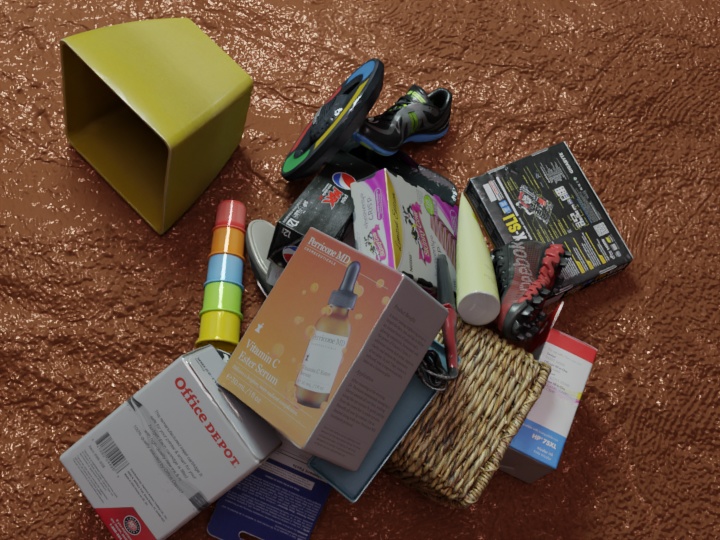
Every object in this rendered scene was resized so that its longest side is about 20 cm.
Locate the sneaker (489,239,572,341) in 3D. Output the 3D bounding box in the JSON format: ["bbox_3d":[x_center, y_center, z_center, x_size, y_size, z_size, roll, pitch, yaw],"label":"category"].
[{"bbox_3d":[0.194,0.018,1.093,0.097,0.071,0.201,20,35,16],"label":"sneaker"}]

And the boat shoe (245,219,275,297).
[{"bbox_3d":[-0.101,0.027,1.137,0.067,0.057,0.201,-14,63,-43],"label":"boat shoe"}]

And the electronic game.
[{"bbox_3d":[-0.038,-0.200,1.162,0.042,0.200,0.201,38,67,-17],"label":"electronic game"}]

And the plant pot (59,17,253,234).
[{"bbox_3d":[-0.254,-0.209,1.146,0.200,0.200,0.176,43,59,10],"label":"plant pot"}]

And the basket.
[{"bbox_3d":[0.113,0.174,1.055,0.148,0.143,0.201,30,72,11],"label":"basket"}]

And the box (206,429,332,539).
[{"bbox_3d":[-0.090,0.236,1.037,0.120,0.032,0.202,25,86,-7],"label":"box"}]

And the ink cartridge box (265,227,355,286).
[{"bbox_3d":[0.000,0.000,1.129,0.198,0.057,0.163,24,39,7],"label":"ink cartridge box"}]

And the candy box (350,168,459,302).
[{"bbox_3d":[0.075,-0.030,1.114,0.199,0.061,0.138,19,59,-48],"label":"candy box"}]

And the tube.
[{"bbox_3d":[0.140,-0.015,1.082,0.051,0.058,0.201,19,34,-10],"label":"tube"}]

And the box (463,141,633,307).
[{"bbox_3d":[0.260,-0.063,1.221,0.158,0.049,0.201,-23,73,-12],"label":"box"}]

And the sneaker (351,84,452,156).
[{"bbox_3d":[0.056,-0.212,1.202,0.071,0.083,0.199,37,40,28],"label":"sneaker"}]

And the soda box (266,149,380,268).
[{"bbox_3d":[-0.042,-0.072,1.104,0.070,0.064,0.200,28,40,4],"label":"soda box"}]

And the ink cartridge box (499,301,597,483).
[{"bbox_3d":[0.231,0.153,1.095,0.067,0.116,0.201,25,68,4],"label":"ink cartridge box"}]

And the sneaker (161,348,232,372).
[{"bbox_3d":[-0.147,0.132,1.061,0.198,0.088,0.076,-18,34,-15],"label":"sneaker"}]

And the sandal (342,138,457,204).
[{"bbox_3d":[0.045,-0.144,1.225,0.199,0.048,0.076,23,68,3],"label":"sandal"}]

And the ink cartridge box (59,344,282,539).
[{"bbox_3d":[-0.209,0.201,0.980,0.199,0.084,0.145,-38,86,15],"label":"ink cartridge box"}]

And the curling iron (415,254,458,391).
[{"bbox_3d":[0.091,0.051,1.004,0.049,0.026,0.201,12,47,-3],"label":"curling iron"}]

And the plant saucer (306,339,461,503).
[{"bbox_3d":[0.028,0.159,0.977,0.070,0.019,0.200,34,75,20],"label":"plant saucer"}]

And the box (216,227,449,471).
[{"bbox_3d":[-0.030,0.082,0.941,0.152,0.106,0.201,27,84,40],"label":"box"}]

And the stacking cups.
[{"bbox_3d":[-0.174,0.004,1.133,0.060,0.061,0.202,4,69,-5],"label":"stacking cups"}]
